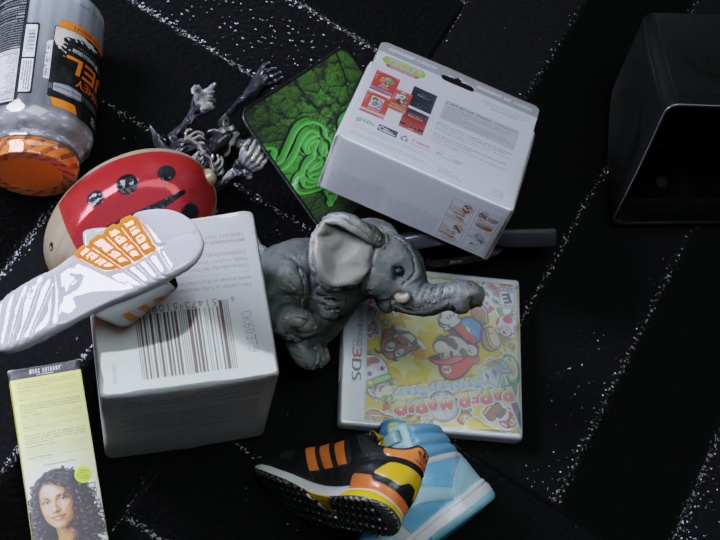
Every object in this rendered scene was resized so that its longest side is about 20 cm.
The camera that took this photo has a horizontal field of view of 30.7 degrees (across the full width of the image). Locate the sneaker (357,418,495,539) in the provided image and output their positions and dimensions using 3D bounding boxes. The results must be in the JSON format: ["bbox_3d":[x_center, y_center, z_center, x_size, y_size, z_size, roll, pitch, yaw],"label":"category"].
[{"bbox_3d":[0.025,0.226,1.306,0.199,0.080,0.131,-27,75,-31],"label":"sneaker"}]

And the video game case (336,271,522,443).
[{"bbox_3d":[0.076,0.087,1.407,0.197,0.023,0.184,6,65,-9],"label":"video game case"}]

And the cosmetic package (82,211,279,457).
[{"bbox_3d":[-0.176,0.066,1.266,0.163,0.200,0.167,-6,68,-13],"label":"cosmetic package"}]

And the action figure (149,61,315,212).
[{"bbox_3d":[-0.148,-0.149,1.425,0.119,0.102,0.200,48,64,-1],"label":"action figure"}]

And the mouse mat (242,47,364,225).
[{"bbox_3d":[-0.027,-0.147,1.445,0.162,0.008,0.200,54,48,-5],"label":"mouse mat"}]

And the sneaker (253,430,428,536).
[{"bbox_3d":[-0.016,0.194,1.268,0.090,0.199,0.070,-52,125,-28],"label":"sneaker"}]

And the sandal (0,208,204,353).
[{"bbox_3d":[-0.225,0.017,1.142,0.205,0.059,0.080,-27,55,3],"label":"sandal"}]

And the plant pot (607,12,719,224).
[{"bbox_3d":[0.390,-0.184,1.510,0.197,0.201,0.179,0,53,-11],"label":"plant pot"}]

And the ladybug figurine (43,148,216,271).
[{"bbox_3d":[-0.236,-0.050,1.348,0.199,0.072,0.137,-34,96,-4],"label":"ladybug figurine"}]

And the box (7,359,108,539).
[{"bbox_3d":[-0.291,0.192,1.271,0.074,0.050,0.202,-10,68,-15],"label":"box"}]

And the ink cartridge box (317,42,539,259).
[{"bbox_3d":[0.078,-0.133,1.411,0.198,0.084,0.177,24,47,-1],"label":"ink cartridge box"}]

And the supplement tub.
[{"bbox_3d":[-0.338,-0.189,1.392,0.121,0.123,0.202,4,66,-9],"label":"supplement tub"}]

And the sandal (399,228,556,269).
[{"bbox_3d":[0.123,-0.023,1.443,0.197,0.076,0.043,-1,93,-11],"label":"sandal"}]

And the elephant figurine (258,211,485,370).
[{"bbox_3d":[0.000,0.000,1.332,0.199,0.142,0.156,-33,117,12],"label":"elephant figurine"}]
